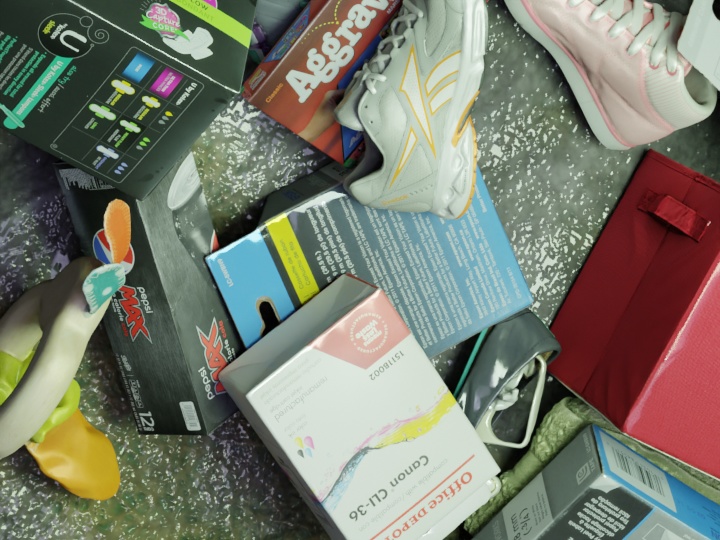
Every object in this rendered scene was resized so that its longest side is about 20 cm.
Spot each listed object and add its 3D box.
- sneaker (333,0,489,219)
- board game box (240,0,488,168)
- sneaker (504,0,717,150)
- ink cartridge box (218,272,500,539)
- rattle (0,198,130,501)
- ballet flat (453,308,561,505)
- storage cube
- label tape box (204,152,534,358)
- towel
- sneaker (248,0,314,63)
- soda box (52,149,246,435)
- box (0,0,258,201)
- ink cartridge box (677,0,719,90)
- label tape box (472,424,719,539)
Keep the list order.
[{"bbox_3d":[0.030,-0.125,1.526,0.092,0.076,0.200,-1,112,-9],"label":"sneaker"},{"bbox_3d":[0.019,-0.168,1.551,0.103,0.019,0.200,32,102,-39],"label":"board game box"},{"bbox_3d":[0.175,-0.173,1.613,0.200,0.105,0.075,55,48,-25],"label":"sneaker"},{"bbox_3d":[0.011,0.117,1.583,0.116,0.067,0.200,-39,111,-11],"label":"ink cartridge box"},{"bbox_3d":[-0.165,0.062,1.534,0.143,0.130,0.200,41,110,-10],"label":"rattle"},{"bbox_3d":[0.080,0.120,1.674,0.073,0.073,0.200,30,90,-22],"label":"ballet flat"},{"bbox_3d":[0.262,0.045,1.666,0.200,0.171,0.180,27,95,-23],"label":"storage cube"},{"bbox_3d":[0.000,0.000,1.626,0.200,0.063,0.144,-27,110,-11],"label":"label tape box"},{"bbox_3d":[0.188,0.179,1.727,0.200,0.037,0.148,26,116,-22],"label":"towel"},{"bbox_3d":[-0.044,-0.185,1.546,0.200,0.087,0.074,51,62,-22],"label":"sneaker"},{"bbox_3d":[-0.132,0.007,1.571,0.071,0.063,0.200,-37,118,-49],"label":"soda box"},{"bbox_3d":[-0.177,-0.167,1.459,0.200,0.149,0.124,27,133,-21],"label":"box"},{"bbox_3d":[0.292,-0.145,1.653,0.200,0.057,0.163,36,56,-21],"label":"ink cartridge box"},{"bbox_3d":[0.153,0.223,1.682,0.144,0.063,0.200,32,115,-24],"label":"label tape box"}]
